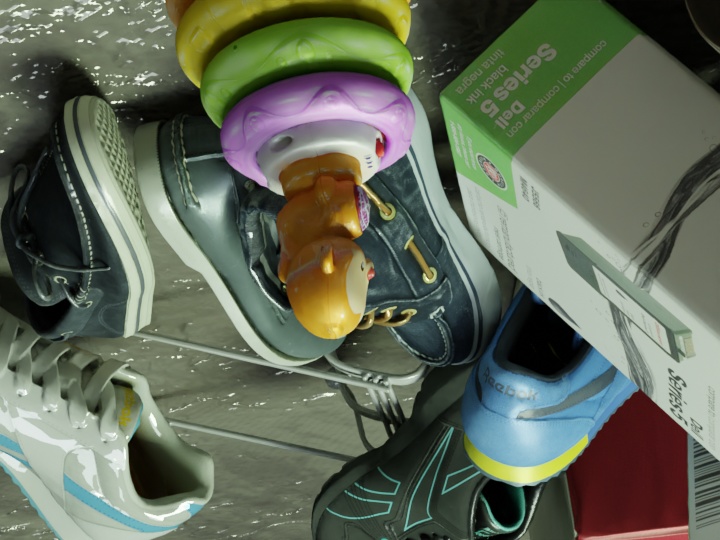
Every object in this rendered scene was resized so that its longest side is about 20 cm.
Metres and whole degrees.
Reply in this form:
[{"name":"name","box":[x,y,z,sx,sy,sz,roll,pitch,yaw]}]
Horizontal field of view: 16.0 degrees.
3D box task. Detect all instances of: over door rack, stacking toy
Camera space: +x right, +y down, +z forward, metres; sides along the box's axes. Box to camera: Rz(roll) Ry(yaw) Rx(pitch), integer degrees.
[{"name":"over door rack","box":[-0.052,0.056,1.353,0.199,0.067,0.148,0,156,10]},{"name":"stacking toy","box":[-0.020,-0.069,0.912,0.109,0.201,0.116,-9,155,-1]}]

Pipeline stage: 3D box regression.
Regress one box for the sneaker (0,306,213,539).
[{"name":"sneaker","box":[-0.153,0.060,1.251,0.081,0.077,0.200,-21,131,31]}]

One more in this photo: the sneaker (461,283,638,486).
[{"name":"sneaker","box":[0.115,0.017,1.222,0.066,0.200,0.079,25,136,20]}]

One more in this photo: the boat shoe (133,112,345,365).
[{"name":"boat shoe","box":[-0.037,-0.014,1.185,0.062,0.073,0.200,-16,149,16]}]

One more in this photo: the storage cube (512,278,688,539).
[{"name":"storage cube","box":[0.179,0.081,1.355,0.179,0.171,0.200,-7,156,-4]}]

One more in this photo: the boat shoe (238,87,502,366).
[{"name":"boat shoe","box":[0.000,0.000,1.149,0.071,0.091,0.200,17,150,31]}]

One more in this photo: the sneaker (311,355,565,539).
[{"name":"sneaker","box":[0.038,0.116,1.304,0.075,0.079,0.200,-9,150,-36]}]

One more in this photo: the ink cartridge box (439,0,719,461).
[{"name":"ink cartridge box","box":[0.136,-0.010,1.092,0.084,0.200,0.146,-43,157,-11]}]

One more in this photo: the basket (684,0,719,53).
[{"name":"basket","box":[0.230,-0.092,1.026,0.136,0.180,0.200,-49,135,12]}]

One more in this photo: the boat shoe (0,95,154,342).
[{"name":"boat shoe","box":[-0.128,-0.016,1.146,0.062,0.075,0.200,-12,162,-9]}]

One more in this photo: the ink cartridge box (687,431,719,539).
[{"name":"ink cartridge box","box":[0.232,0.084,1.220,0.050,0.161,0.200,-22,144,38]}]
